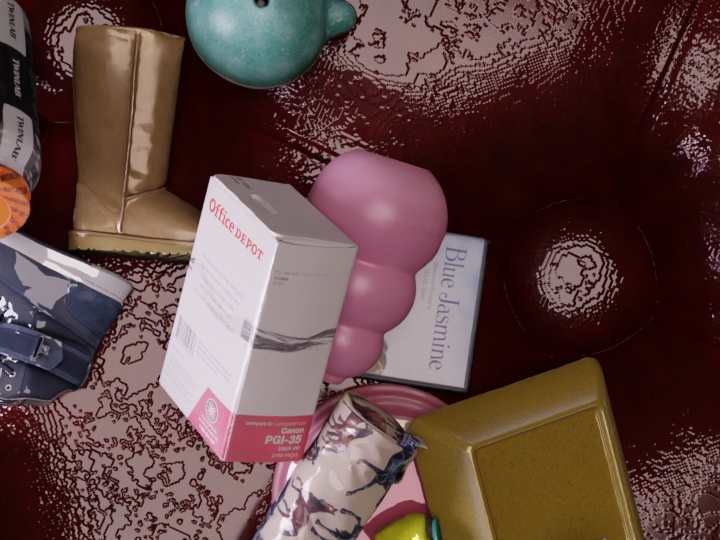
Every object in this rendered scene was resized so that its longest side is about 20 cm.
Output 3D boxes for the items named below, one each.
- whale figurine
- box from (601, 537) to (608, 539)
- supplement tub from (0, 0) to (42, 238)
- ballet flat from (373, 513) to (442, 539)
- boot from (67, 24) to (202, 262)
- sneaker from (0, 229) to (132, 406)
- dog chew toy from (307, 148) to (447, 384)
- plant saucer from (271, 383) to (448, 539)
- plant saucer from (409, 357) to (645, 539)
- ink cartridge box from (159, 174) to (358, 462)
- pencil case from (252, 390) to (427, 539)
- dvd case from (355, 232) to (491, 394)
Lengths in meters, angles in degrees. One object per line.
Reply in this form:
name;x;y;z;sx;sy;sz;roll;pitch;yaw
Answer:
whale figurine;-0.072;-0.260;1.618;0.159;0.104;0.201;30;84;-3
box;0.177;0.331;1.569;0.157;0.200;0.051;-35;54;-7
supplement tub;-0.331;-0.130;1.541;0.122;0.123;0.201;-8;58;-6
ballet flat;0.053;0.308;1.557;0.067;0.067;0.201;-13;78;3
boot;-0.173;-0.111;1.620;0.174;0.066;0.201;5;85;-6
sneaker;-0.318;0.036;1.591;0.201;0.077;0.147;25;82;-5
dog chew toy;0.000;0.000;1.589;0.124;0.125;0.201;16;93;-4
plant saucer;0.022;0.202;1.623;0.199;0.051;0.202;0;92;-7
plant saucer;0.160;0.198;1.609;0.199;0.048;0.201;-17;95;-23
ink cartridge box;-0.087;0.039;1.540;0.082;0.146;0.201;4;112;-31
pencil case;-0.027;0.206;1.550;0.089;0.078;0.201;31;94;-12
dvd case;0.010;0.027;1.653;0.199;0.018;0.144;9;85;-5
